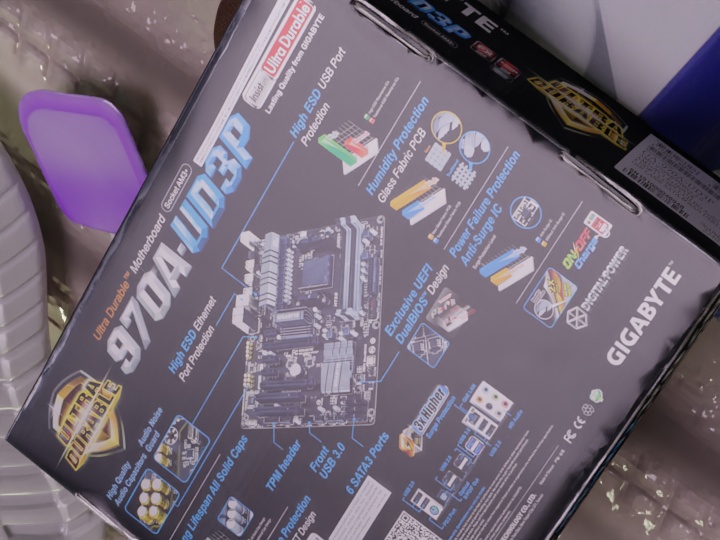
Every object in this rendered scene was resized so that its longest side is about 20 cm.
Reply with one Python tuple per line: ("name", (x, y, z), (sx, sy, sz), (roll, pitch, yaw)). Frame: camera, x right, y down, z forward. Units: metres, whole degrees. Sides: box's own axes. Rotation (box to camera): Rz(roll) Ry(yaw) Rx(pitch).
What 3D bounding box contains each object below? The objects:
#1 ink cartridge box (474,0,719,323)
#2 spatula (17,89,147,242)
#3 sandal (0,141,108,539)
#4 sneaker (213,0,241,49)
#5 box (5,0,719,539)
("ink cartridge box", (0.080, -0.103, 0.736), (0.200, 0.041, 0.200), (49, 135, 9))
("spatula", (-0.088, 0.024, 0.971), (0.056, 0.021, 0.201), (11, 120, 36))
("sandal", (-0.153, 0.027, 1.007), (0.050, 0.082, 0.204), (-113, 10, -68))
("sneaker", (0.000, 0.000, 0.839), (0.070, 0.075, 0.201), (-26, 95, 46))
("box", (0.002, 0.021, 0.777), (0.159, 0.046, 0.201), (36, 120, 10))
